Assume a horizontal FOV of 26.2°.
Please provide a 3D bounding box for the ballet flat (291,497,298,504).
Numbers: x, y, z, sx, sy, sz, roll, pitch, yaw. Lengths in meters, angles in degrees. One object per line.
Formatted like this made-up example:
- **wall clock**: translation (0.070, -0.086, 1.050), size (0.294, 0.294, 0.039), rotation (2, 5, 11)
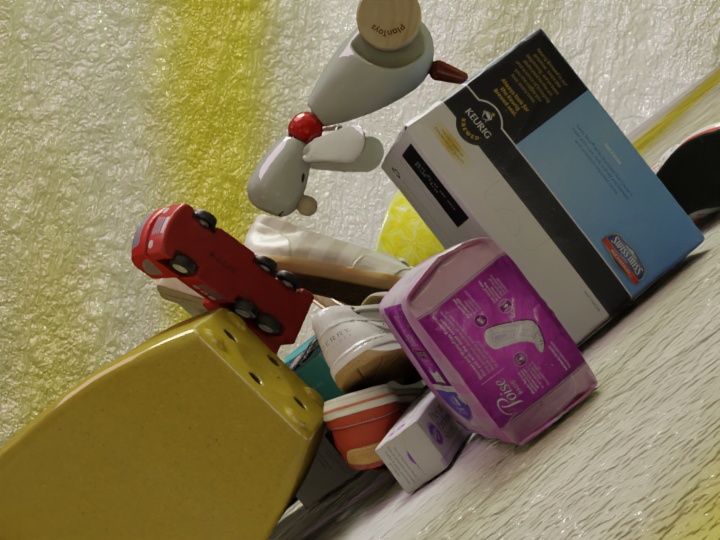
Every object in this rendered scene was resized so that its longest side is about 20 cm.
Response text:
- **ballet flat**: translation (-0.133, 0.226, 1.412), size (0.200, 0.057, 0.066), rotation (-40, 40, 22)

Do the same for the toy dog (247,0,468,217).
- **toy dog**: translation (0.006, -0.119, 1.182), size (0.200, 0.096, 0.132), rotation (-58, -6, 21)

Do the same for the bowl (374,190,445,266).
- **bowl**: translation (0.081, 0.026, 1.477), size (0.108, 0.200, 0.200), rotation (7, 16, 15)

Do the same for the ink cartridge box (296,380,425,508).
- **ink cartridge box**: translation (0.022, 0.113, 1.351), size (0.200, 0.068, 0.116), rotation (-37, 2, 20)

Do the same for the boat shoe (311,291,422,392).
- **boat shoe**: translation (0.029, 0.045, 1.188), size (0.071, 0.069, 0.200), rotation (-40, -18, 20)

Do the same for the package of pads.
- **package of pads**: translation (0.075, 0.045, 1.001), size (0.076, 0.121, 0.200), rotation (-38, 0, -5)

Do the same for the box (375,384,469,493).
- **box**: translation (0.061, 0.104, 1.131), size (0.039, 0.041, 0.200), rotation (-37, 0, 20)

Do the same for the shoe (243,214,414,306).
- **shoe**: translation (0.000, 0.000, 1.261), size (0.070, 0.200, 0.053), rotation (111, 171, -63)

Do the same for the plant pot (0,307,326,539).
- **plant pot**: translation (-0.134, 0.141, 1.140), size (0.200, 0.196, 0.194), rotation (-45, 0, 10)

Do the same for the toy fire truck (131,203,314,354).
- **toy fire truck**: translation (-0.115, 0.019, 1.235), size (0.141, 0.200, 0.049), rotation (-6, 55, 50)

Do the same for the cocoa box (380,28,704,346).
- **cocoa box**: translation (0.132, -0.053, 1.157), size (0.131, 0.200, 0.133), rotation (-37, -2, -11)

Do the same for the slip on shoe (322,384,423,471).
- **slip on shoe**: translation (0.018, 0.124, 1.185), size (0.074, 0.061, 0.200), rotation (-17, -9, 9)

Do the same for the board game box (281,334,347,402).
- **board game box**: translation (-0.086, 0.128, 1.304), size (0.200, 0.047, 0.151), rotation (-38, 5, 12)

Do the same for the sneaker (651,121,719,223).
- **sneaker**: translation (0.283, -0.086, 1.230), size (0.108, 0.067, 0.201), rotation (-41, 0, -38)

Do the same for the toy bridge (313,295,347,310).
- **toy bridge**: translation (0.011, 0.033, 1.328), size (0.067, 0.200, 0.027), rotation (-23, -51, -62)
